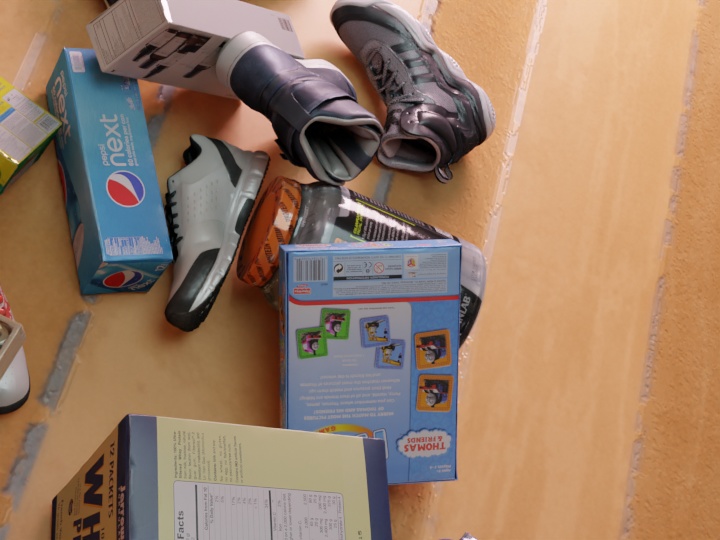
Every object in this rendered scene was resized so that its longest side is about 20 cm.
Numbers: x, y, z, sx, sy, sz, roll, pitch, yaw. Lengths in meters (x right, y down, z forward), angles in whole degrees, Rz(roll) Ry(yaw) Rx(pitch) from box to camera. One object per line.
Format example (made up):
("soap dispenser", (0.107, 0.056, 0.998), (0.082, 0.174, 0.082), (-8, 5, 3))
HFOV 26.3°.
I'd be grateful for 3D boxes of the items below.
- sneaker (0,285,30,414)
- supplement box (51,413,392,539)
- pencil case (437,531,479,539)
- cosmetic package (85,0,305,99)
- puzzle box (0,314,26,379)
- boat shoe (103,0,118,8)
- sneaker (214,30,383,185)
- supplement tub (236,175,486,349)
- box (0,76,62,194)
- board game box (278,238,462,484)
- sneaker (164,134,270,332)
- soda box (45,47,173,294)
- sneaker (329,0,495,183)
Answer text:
("sneaker", (-0.304, 0.006, 1.182), (0.067, 0.108, 0.203), (-20, 76, -34))
("supplement box", (-0.106, 0.209, 1.127), (0.198, 0.200, 0.136), (9, 61, -25))
("pencil case", (0.053, 0.312, 1.232), (0.201, 0.086, 0.078), (-61, 139, -34))
("cosmetic package", (-0.139, -0.198, 1.342), (0.199, 0.082, 0.051), (3, 63, -58))
("puzzle box", (-0.364, 0.058, 1.125), (0.198, 0.025, 0.134), (23, 64, 8))
("boat shoe", (-0.226, -0.293, 1.408), (0.074, 0.062, 0.201), (-25, 78, -33))
("sneaker", (-0.027, -0.129, 1.360), (0.146, 0.077, 0.202), (41, 14, 25))
("supplement tub", (0.000, 0.000, 1.340), (0.198, 0.123, 0.124), (24, 56, -16))
("box", (-0.349, -0.147, 1.245), (0.199, 0.048, 0.118), (39, 22, -7))
("board game box", (0.007, 0.078, 1.274), (0.149, 0.037, 0.203), (-2, 100, -14))
("sneaker", (-0.141, -0.034, 1.321), (0.079, 0.074, 0.201), (24, 48, -10))
("soda box", (-0.215, -0.085, 1.302), (0.063, 0.068, 0.202), (-2, 66, -28))
("sneaker", (0.035, -0.172, 1.475), (0.200, 0.075, 0.114), (42, 51, -6))
